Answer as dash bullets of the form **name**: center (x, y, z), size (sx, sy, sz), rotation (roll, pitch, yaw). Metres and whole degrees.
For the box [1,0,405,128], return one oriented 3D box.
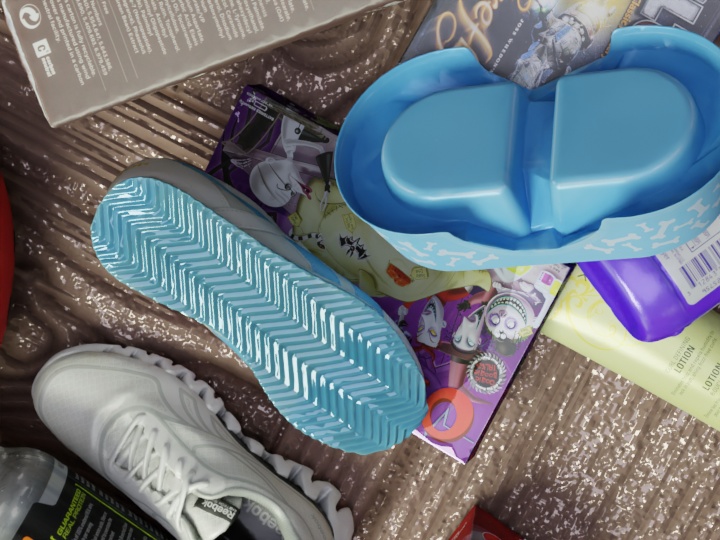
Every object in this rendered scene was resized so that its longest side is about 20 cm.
- **box**: center (-0.064, -0.140, 0.804), size (0.198, 0.100, 0.076), rotation (-19, 98, 21)

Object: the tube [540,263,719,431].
- **tube**: center (0.136, 0.023, 0.853), size (0.199, 0.052, 0.058), rotation (32, 60, 6)

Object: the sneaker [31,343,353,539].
- **sneaker**: center (-0.094, 0.109, 0.878), size (0.199, 0.081, 0.076), rotation (32, 104, 2)

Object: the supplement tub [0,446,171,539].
- **supplement tub**: center (-0.159, 0.178, 0.860), size (0.199, 0.123, 0.123), rotation (38, 102, -13)

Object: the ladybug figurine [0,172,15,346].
- **ladybug figurine**: center (-0.233, 0.003, 0.856), size (0.135, 0.072, 0.202), rotation (-5, 76, 40)

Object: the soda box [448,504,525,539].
- **soda box**: center (0.029, 0.232, 0.890), size (0.063, 0.070, 0.201), rotation (36, 103, 0)

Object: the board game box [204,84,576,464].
- **board game box**: center (0.000, 0.000, 0.857), size (0.199, 0.032, 0.121), rotation (29, 106, 11)

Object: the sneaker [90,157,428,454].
- **sneaker**: center (-0.043, 0.012, 0.821), size (0.200, 0.081, 0.077), rotation (41, 104, -12)

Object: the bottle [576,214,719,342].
- **bottle**: center (0.200, -0.049, 0.807), size (0.199, 0.065, 0.084), rotation (-36, 80, -4)

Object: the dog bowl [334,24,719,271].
- **dog bowl**: center (0.088, -0.054, 0.776), size (0.198, 0.050, 0.112), rotation (-5, 56, 20)

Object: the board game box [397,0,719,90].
- **board game box**: center (0.127, -0.158, 0.826), size (0.135, 0.035, 0.201), rotation (31, 102, 0)
